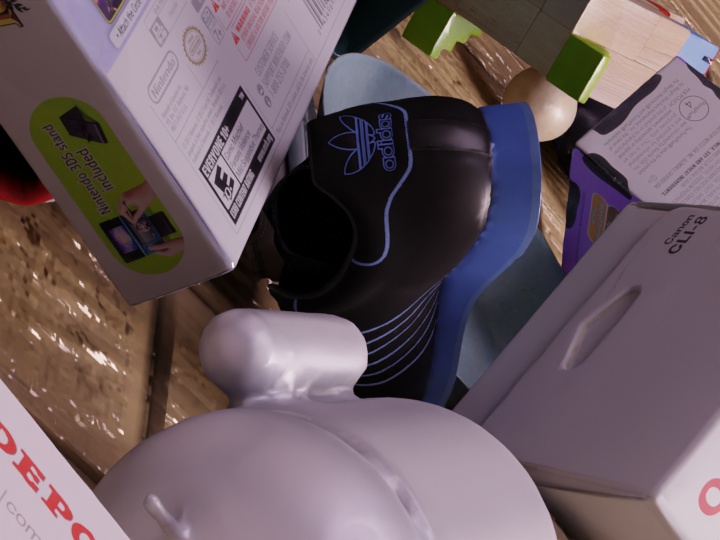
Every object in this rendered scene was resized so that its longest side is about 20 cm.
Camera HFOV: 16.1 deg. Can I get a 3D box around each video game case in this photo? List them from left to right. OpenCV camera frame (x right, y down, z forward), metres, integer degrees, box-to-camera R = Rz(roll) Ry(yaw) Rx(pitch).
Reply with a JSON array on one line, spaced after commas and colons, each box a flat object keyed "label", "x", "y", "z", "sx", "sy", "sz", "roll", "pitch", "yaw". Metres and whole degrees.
[{"label": "video game case", "x": -0.078, "y": -0.119, "z": 0.815, "sx": 0.182, "sy": 0.045, "sz": 0.200, "roll": 58, "pitch": 30, "yaw": -25}]

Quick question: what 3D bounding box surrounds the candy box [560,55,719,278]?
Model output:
[{"label": "candy box", "x": 0.184, "y": 0.028, "z": 1.124, "sx": 0.200, "sy": 0.072, "sz": 0.168, "roll": 41, "pitch": -21, "yaw": 21}]

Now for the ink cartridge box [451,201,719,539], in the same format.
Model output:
[{"label": "ink cartridge box", "x": 0.155, "y": 0.093, "z": 0.976, "sx": 0.200, "sy": 0.145, "sz": 0.144, "roll": 51, "pitch": -23, "yaw": -24}]

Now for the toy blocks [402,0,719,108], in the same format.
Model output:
[{"label": "toy blocks", "x": 0.103, "y": -0.132, "z": 1.289, "sx": 0.137, "sy": 0.100, "sz": 0.200, "roll": 19, "pitch": 16, "yaw": -44}]

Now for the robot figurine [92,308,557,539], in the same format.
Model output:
[{"label": "robot figurine", "x": -0.013, "y": 0.095, "z": 0.736, "sx": 0.200, "sy": 0.113, "sz": 0.170, "roll": 4, "pitch": 75, "yaw": -65}]

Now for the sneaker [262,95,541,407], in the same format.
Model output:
[{"label": "sneaker", "x": 0.000, "y": 0.000, "z": 0.878, "sx": 0.078, "sy": 0.200, "sz": 0.070, "roll": 2, "pitch": 60, "yaw": -13}]

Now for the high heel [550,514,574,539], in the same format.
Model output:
[{"label": "high heel", "x": 0.067, "y": 0.144, "z": 0.953, "sx": 0.200, "sy": 0.071, "sz": 0.143, "roll": 48, "pitch": -4, "yaw": 10}]

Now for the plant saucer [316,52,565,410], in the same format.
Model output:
[{"label": "plant saucer", "x": 0.034, "y": 0.002, "z": 1.075, "sx": 0.201, "sy": 0.039, "sz": 0.201, "roll": 45, "pitch": 24, "yaw": -26}]

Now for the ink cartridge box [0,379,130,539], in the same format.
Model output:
[{"label": "ink cartridge box", "x": -0.133, "y": 0.081, "z": 0.533, "sx": 0.145, "sy": 0.084, "sz": 0.200, "roll": 53, "pitch": 21, "yaw": -11}]

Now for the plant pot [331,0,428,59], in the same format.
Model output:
[{"label": "plant pot", "x": 0.000, "y": -0.225, "z": 1.197, "sx": 0.141, "sy": 0.141, "sz": 0.200, "roll": 48, "pitch": 16, "yaw": -22}]

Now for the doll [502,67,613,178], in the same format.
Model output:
[{"label": "doll", "x": 0.146, "y": -0.048, "z": 1.378, "sx": 0.200, "sy": 0.048, "sz": 0.137, "roll": 40, "pitch": 26, "yaw": -38}]

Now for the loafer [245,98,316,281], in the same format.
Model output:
[{"label": "loafer", "x": -0.049, "y": -0.070, "z": 0.990, "sx": 0.072, "sy": 0.063, "sz": 0.200, "roll": 80, "pitch": 2, "yaw": -47}]

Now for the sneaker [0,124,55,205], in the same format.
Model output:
[{"label": "sneaker", "x": -0.133, "y": -0.111, "z": 0.820, "sx": 0.200, "sy": 0.078, "sz": 0.116, "roll": 56, "pitch": 20, "yaw": 0}]
